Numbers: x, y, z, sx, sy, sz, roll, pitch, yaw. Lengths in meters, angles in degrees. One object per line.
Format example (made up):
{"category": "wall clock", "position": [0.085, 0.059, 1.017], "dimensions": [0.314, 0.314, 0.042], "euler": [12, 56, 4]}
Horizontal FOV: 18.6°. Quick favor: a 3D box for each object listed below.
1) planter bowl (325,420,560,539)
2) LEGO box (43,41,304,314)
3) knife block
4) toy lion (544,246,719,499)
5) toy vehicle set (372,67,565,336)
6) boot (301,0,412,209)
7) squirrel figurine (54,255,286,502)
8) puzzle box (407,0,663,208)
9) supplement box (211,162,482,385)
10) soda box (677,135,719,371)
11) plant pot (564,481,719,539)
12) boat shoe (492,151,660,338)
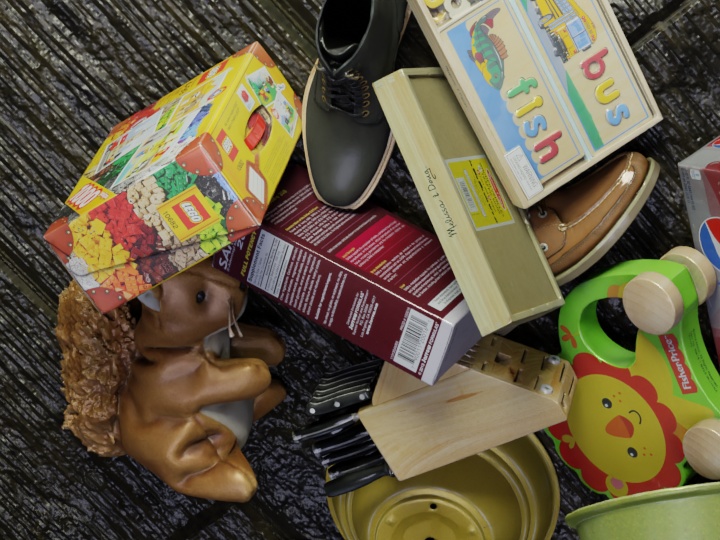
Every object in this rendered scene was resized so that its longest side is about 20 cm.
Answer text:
{"category": "planter bowl", "position": [0.062, 0.205, 1.821], "dimensions": [0.200, 0.084, 0.201], "euler": [4, 117, 9]}
{"category": "LEGO box", "position": [-0.134, -0.072, 1.650], "dimensions": [0.149, 0.200, 0.077], "euler": [-29, 109, 22]}
{"category": "knife block", "position": [0.052, 0.125, 1.741], "dimensions": [0.199, 0.064, 0.176], "euler": [19, 121, 4]}
{"category": "toy lion", "position": [0.213, 0.091, 1.722], "dimensions": [0.191, 0.069, 0.200], "euler": [-10, 108, 46]}
{"category": "toy vehicle set", "position": [0.081, -0.054, 1.620], "dimensions": [0.026, 0.124, 0.201], "euler": [-26, 84, 23]}
{"category": "boot", "position": [-0.015, -0.132, 1.615], "dimensions": [0.077, 0.138, 0.201], "euler": [10, 107, 9]}
{"category": "squirrel figurine", "position": [-0.162, 0.063, 1.751], "dimensions": [0.199, 0.142, 0.187], "euler": [5, 127, 18]}
{"category": "puzzle box", "position": [0.127, -0.163, 1.619], "dimensions": [0.133, 0.025, 0.200], "euler": [-34, 110, -11]}
{"category": "supplement box", "position": [0.000, 0.000, 1.683], "dimensions": [0.200, 0.109, 0.061], "euler": [29, 122, 16]}
{"category": "soda box", "position": [0.302, -0.001, 1.670], "dimensions": [0.070, 0.063, 0.201], "euler": [14, 128, 47]}
{"category": "plant pot", "position": [0.269, 0.273, 1.709], "dimensions": [0.199, 0.200, 0.191], "euler": [-10, 74, 15]}
{"category": "boat shoe", "position": [0.143, -0.028, 1.694], "dimensions": [0.068, 0.072, 0.200], "euler": [39, 116, -11]}
